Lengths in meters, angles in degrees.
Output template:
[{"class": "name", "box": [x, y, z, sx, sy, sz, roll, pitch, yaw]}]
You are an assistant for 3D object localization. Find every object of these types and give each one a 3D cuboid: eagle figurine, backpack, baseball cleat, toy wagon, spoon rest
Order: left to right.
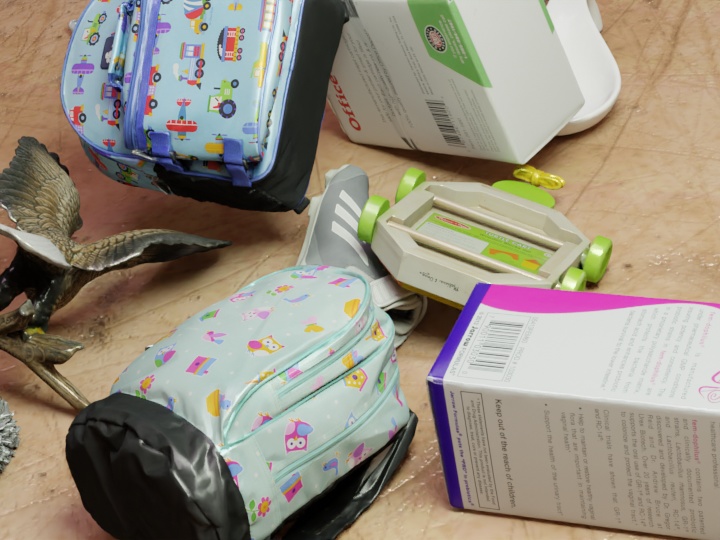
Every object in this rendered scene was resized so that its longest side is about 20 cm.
[{"class": "eagle figurine", "box": [-0.202, -0.011, 1.258, 0.151, 0.152, 0.200, -9, 33, 41]}, {"class": "backpack", "box": [-0.128, -0.144, 1.285, 0.199, 0.135, 0.183, 10, 84, 20]}, {"class": "backpack", "box": [-0.059, 0.085, 1.073, 0.200, 0.127, 0.167, -32, 36, -33]}, {"class": "baseball cleat", "box": [0.000, 0.000, 1.249, 0.106, 0.070, 0.200, 13, 41, 7]}, {"class": "toy wagon", "box": [0.094, -0.025, 1.234, 0.155, 0.040, 0.200, 21, 26, 16]}, {"class": "spoon rest", "box": [0.163, -0.172, 1.439, 0.099, 0.061, 0.200, -2, 34, 14]}]

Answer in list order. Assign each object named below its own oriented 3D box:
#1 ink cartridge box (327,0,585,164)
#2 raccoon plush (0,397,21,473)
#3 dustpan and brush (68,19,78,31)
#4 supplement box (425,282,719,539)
[{"class": "ink cartridge box", "box": [0.051, -0.168, 1.351, 0.084, 0.146, 0.200, -43, 33, -26]}, {"class": "raccoon plush", "box": [-0.264, 0.081, 1.127, 0.097, 0.134, 0.200, -25, 36, -22]}, {"class": "dustpan and brush", "box": [-0.193, -0.220, 1.629, 0.200, 0.057, 0.140, 18, 55, 26]}, {"class": "supplement box", "box": [0.153, 0.081, 1.040, 0.199, 0.104, 0.101, 4, 36, 23]}]
